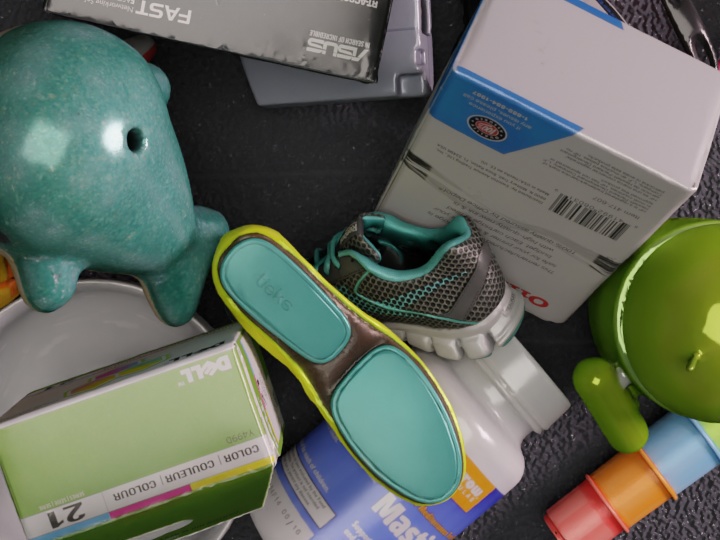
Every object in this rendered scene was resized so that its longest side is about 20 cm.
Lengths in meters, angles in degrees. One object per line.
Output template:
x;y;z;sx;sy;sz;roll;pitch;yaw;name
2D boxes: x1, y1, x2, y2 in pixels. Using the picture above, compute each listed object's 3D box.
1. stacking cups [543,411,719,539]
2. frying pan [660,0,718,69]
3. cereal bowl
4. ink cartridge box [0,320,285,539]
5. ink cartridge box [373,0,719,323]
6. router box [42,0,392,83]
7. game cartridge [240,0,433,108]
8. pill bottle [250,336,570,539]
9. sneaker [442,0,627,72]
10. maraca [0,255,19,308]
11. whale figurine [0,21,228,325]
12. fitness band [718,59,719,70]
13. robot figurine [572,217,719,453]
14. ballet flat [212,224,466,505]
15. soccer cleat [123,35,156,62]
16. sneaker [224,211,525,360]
0.214;0.123;0.859;0.200;0.061;0.061;-41;94;4;stacking cups
0.185;-0.224;0.812;0.190;0.031;0.115;39;92;-10;frying pan
-0.164;0.102;0.836;0.198;0.083;0.202;0;95;-1;cereal bowl
-0.122;0.095;0.696;0.147;0.200;0.076;-19;94;0;ink cartridge box
0.102;-0.065;0.767;0.145;0.200;0.085;26;64;-3;ink cartridge box
-0.072;-0.202;0.746;0.198;0.062;0.151;10;99;-9;router box
-0.023;-0.207;0.821;0.132;0.040;0.202;-1;94;15;game cartridge
0.034;0.120;0.827;0.200;0.112;0.112;-41;94;3;pill bottle
0.074;-0.176;0.827;0.112;0.073;0.201;-44;74;29;sneaker
-0.267;-0.013;0.766;0.199;0.107;0.137;-33;132;5;maraca
-0.134;-0.047;0.711;0.200;0.103;0.160;46;56;-40;whale figurine
0.203;-0.205;0.843;0.142;0.037;0.202;5;93;-1;fitness band
0.203;0.027;0.779;0.175;0.200;0.116;-34;93;1;robot figurine
-0.011;0.051;0.759;0.067;0.067;0.200;-42;98;-2;ballet flat
-0.225;-0.106;0.827;0.199;0.069;0.086;-32;105;6;soccer cleat
0.000;0.000;0.803;0.198;0.078;0.092;-3;133;22;sneaker
